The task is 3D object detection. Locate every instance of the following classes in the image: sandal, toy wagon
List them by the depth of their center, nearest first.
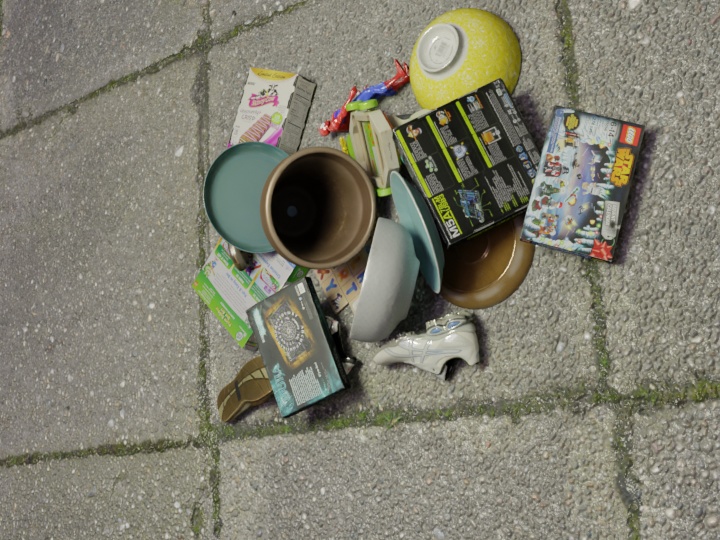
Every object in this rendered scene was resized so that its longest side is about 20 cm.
[{"bbox_3d":[0.013,-0.212,1.508,0.200,0.039,0.158,-153,48,-69],"label":"toy wagon"},{"bbox_3d":[-0.196,0.218,1.610,0.200,0.053,0.081,-41,53,39],"label":"sandal"},{"bbox_3d":[-0.220,-0.102,1.625,0.054,0.082,0.203,-12,74,12],"label":"sandal"}]

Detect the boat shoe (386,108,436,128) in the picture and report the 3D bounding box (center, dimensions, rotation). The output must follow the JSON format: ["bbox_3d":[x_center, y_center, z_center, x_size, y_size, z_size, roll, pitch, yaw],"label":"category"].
[{"bbox_3d":[0.090,-0.231,1.471,0.199,0.062,0.073,-5,91,59],"label":"boat shoe"}]

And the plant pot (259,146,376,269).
[{"bbox_3d":[-0.093,-0.107,1.517,0.174,0.197,0.204,8,84,67],"label":"plant pot"}]

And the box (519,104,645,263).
[{"bbox_3d":[0.320,-0.125,1.276,0.135,0.040,0.203,14,89,10],"label":"box"}]

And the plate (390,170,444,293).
[{"bbox_3d":[0.094,-0.063,1.372,0.025,0.201,0.202,-21,64,-5],"label":"plate"}]

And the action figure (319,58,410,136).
[{"bbox_3d":[0.002,-0.301,1.563,0.199,0.065,0.052,-37,84,23],"label":"action figure"}]

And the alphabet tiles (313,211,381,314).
[{"bbox_3d":[0.000,0.000,1.536,0.167,0.008,0.202,-41,59,22],"label":"alphabet tiles"}]

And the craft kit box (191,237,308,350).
[{"bbox_3d":[-0.212,0.012,1.666,0.200,0.048,0.199,45,104,34],"label":"craft kit box"}]

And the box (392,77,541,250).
[{"bbox_3d":[0.173,-0.163,1.338,0.191,0.048,0.202,-26,80,-2],"label":"box"}]

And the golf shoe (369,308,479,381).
[{"bbox_3d":[0.101,0.135,1.397,0.198,0.078,0.099,-24,84,38],"label":"golf shoe"}]

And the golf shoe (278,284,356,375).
[{"bbox_3d":[-0.074,0.103,1.533,0.092,0.072,0.202,-37,70,19],"label":"golf shoe"}]

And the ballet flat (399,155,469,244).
[{"bbox_3d":[0.135,-0.129,1.404,0.068,0.068,0.202,-35,62,11],"label":"ballet flat"}]

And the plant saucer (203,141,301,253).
[{"bbox_3d":[-0.190,-0.131,1.595,0.027,0.197,0.204,167,110,-66],"label":"plant saucer"}]

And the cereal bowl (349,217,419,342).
[{"bbox_3d":[0.044,0.022,1.396,0.082,0.200,0.204,15,89,2],"label":"cereal bowl"}]

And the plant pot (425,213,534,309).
[{"bbox_3d":[0.181,-0.040,1.401,0.197,0.027,0.204,-8,77,34],"label":"plant pot"}]

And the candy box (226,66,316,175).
[{"bbox_3d":[-0.176,-0.279,1.688,0.135,0.061,0.203,16,89,37],"label":"candy box"}]

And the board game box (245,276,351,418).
[{"bbox_3d":[-0.108,0.131,1.490,0.134,0.028,0.203,-27,74,23],"label":"board game box"}]

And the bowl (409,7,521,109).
[{"bbox_3d":[0.151,-0.345,1.435,0.198,0.107,0.204,-8,75,34],"label":"bowl"}]
